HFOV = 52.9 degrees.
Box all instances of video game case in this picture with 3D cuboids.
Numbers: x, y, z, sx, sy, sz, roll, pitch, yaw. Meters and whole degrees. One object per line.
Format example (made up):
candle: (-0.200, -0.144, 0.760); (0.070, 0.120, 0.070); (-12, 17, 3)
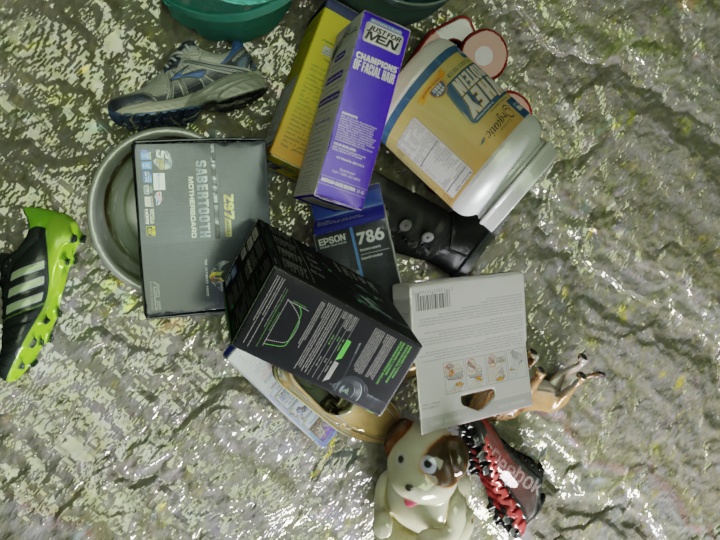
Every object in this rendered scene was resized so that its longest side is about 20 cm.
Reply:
video game case: (-0.053, 0.097, 0.965); (0.181, 0.045, 0.201); (45, 79, -16)

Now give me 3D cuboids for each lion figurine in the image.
lion figurine: (0.258, 0.178, 1.058); (0.195, 0.073, 0.124); (13, 122, -25)

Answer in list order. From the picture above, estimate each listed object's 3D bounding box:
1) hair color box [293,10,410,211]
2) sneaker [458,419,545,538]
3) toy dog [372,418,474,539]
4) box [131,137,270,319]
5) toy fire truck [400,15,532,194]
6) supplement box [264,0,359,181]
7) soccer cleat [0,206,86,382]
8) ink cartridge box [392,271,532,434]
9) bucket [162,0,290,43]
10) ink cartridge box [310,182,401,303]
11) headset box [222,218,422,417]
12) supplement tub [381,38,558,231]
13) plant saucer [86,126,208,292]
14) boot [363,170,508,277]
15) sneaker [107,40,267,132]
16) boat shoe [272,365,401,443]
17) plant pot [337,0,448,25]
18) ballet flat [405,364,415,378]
hair color box: (-0.012, -0.173, 0.817); (0.063, 0.109, 0.206); (14, 90, -18)
sneaker: (0.211, 0.282, 1.047); (0.097, 0.071, 0.204); (-32, 108, -15)
toy dog: (0.093, 0.279, 0.939); (0.195, 0.137, 0.203); (-50, 146, -27)
box: (-0.185, -0.052, 0.859); (0.153, 0.051, 0.206); (-4, 97, -21)
toy fire truck: (0.129, -0.226, 0.984); (0.165, 0.112, 0.204); (-25, 100, 5)
supplement box: (-0.042, -0.214, 0.920); (0.107, 0.109, 0.205); (22, 87, -18)
soccer cleat: (-0.391, 0.026, 0.849); (0.079, 0.068, 0.205); (19, 86, 0)
ink cartridge box: (0.134, 0.099, 0.930); (0.196, 0.044, 0.182); (-5, 92, -34)
bucket: (-0.150, -0.387, 0.861); (0.201, 0.134, 0.214); (-1, 94, -17)
ink cartridge box: (0.000, 0.000, 0.917); (0.097, 0.039, 0.206); (-13, 97, 6)
headset box: (-0.043, 0.050, 0.800); (0.197, 0.174, 0.094); (28, 101, -22)
supplement tub: (0.126, -0.161, 0.876); (0.199, 0.145, 0.145); (42, 80, 5)
plant saucer: (-0.234, -0.071, 0.894); (0.194, 0.050, 0.207); (-1, 94, -18)
boot: (0.089, -0.089, 0.970); (0.196, 0.066, 0.167); (23, 112, -16)
sneaker: (-0.217, -0.230, 0.889); (0.196, 0.077, 0.087); (-21, 89, -23)
boat shoe: (-0.022, 0.169, 0.917); (0.197, 0.076, 0.073); (30, 82, -20)
plant pot: (0.030, -0.392, 0.909); (0.195, 0.134, 0.207); (5, 76, -20)
ballet flat: (0.113, 0.074, 0.979); (0.199, 0.062, 0.070); (-42, 115, -31)
